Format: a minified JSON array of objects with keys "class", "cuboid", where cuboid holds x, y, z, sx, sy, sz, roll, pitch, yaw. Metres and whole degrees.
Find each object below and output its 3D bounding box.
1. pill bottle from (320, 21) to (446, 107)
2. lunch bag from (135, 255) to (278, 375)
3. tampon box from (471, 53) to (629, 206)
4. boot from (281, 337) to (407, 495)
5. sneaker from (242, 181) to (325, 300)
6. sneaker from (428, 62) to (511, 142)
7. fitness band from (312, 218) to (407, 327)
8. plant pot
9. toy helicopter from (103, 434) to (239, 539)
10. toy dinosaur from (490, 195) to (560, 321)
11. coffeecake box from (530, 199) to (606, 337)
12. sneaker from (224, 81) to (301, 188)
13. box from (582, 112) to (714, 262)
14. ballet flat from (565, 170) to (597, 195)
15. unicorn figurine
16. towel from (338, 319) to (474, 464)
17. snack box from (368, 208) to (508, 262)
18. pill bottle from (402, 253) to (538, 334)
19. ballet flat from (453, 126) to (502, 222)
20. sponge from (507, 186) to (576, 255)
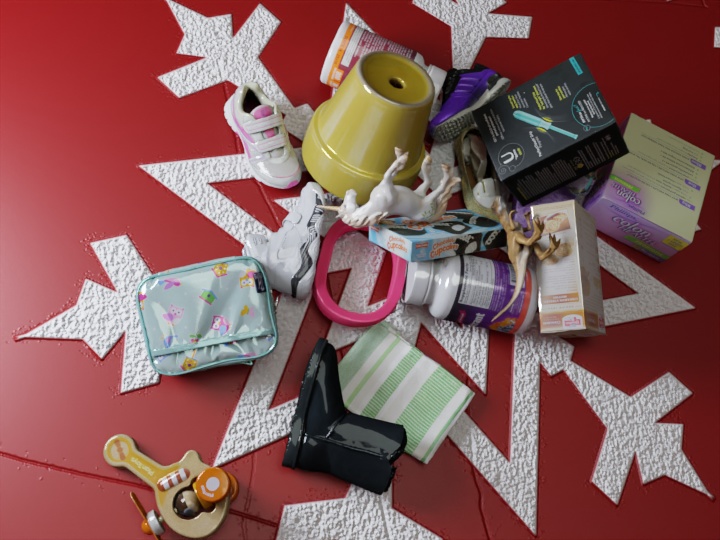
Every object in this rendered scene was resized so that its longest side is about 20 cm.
[{"class":"pill bottle","cuboid":[0.041,-0.343,1.371,0.200,0.114,0.114,23,66,-3]},{"class":"lunch bag","cuboid":[-0.217,0.068,1.145,0.200,0.077,0.161,-11,87,-7]},{"class":"tampon box","cuboid":[0.317,-0.230,1.313,0.200,0.126,0.150,-26,63,19]},{"class":"boot","cuboid":[-0.012,0.213,1.151,0.168,0.076,0.200,14,79,-4]},{"class":"sneaker","cuboid":[-0.122,-0.057,1.240,0.115,0.075,0.200,11,70,-11]},{"class":"sneaker","cuboid":[0.174,-0.312,1.421,0.100,0.070,0.200,44,62,13]},{"class":"fitness band","cuboid":[0.000,0.000,1.260,0.143,0.037,0.200,15,59,-4]},{"class":"plant pot","cuboid":[0.026,-0.236,1.258,0.200,0.189,0.201,12,51,-15]},{"class":"toy helicopter","cuboid":[-0.275,0.299,1.079,0.200,0.079,0.132,30,74,11]},{"class":"toy dinosaur","cuboid":[0.247,-0.025,1.202,0.060,0.106,0.200,18,58,-36]},{"class":"coffeecake box","cuboid":[0.336,0.003,1.260,0.073,0.153,0.200,-8,79,27]},{"class":"sneaker","cuboid":[-0.161,-0.225,1.291,0.081,0.088,0.200,-29,78,-22]},{"class":"box","cuboid":[0.516,-0.149,1.416,0.176,0.097,0.200,26,65,-2]},{"class":"ballet flat","cuboid":[0.370,-0.228,1.397,0.072,0.072,0.201,-10,60,-17]},{"class":"unicorn figurine","cuboid":[0.054,-0.117,1.200,0.200,0.138,0.074,16,21,-17]},{"class":"towel","cuboid":[0.062,0.184,1.218,0.200,0.023,0.153,38,66,3]},{"class":"snack box","cuboid":[0.127,-0.059,1.258,0.200,0.116,0.037,-10,114,-32]},{"class":"pill bottle","cuboid":[0.173,0.031,1.256,0.200,0.111,0.112,12,67,-8]},{"class":"ballet flat","cuboid":[0.210,-0.162,1.365,0.071,0.071,0.200,-7,71,-16]},{"class":"sponge","cuboid":[0.327,-0.118,1.395,0.111,0.030,0.200,15,66,-7]}]
